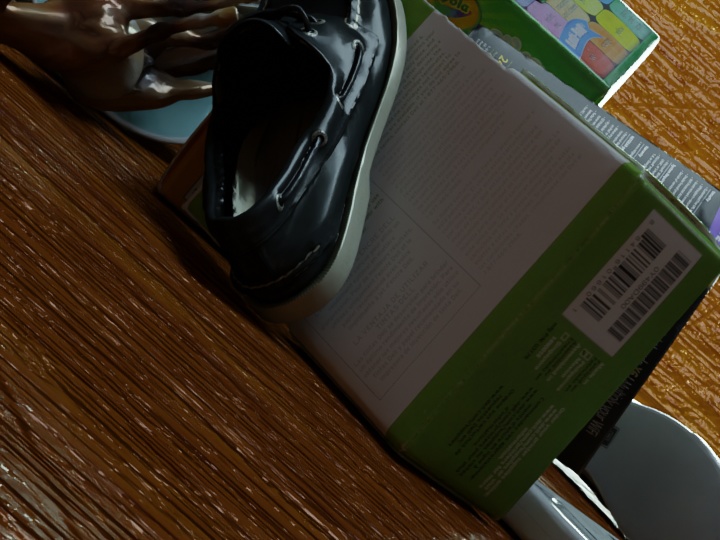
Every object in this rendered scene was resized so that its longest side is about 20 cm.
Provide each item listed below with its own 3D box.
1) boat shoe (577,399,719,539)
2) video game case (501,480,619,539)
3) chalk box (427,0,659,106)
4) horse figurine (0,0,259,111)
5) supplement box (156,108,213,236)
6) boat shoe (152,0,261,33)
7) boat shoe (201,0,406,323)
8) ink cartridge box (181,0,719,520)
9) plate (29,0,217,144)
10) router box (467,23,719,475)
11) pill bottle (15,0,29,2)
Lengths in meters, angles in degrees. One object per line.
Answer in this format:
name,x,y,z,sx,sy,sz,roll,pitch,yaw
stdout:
boat shoe,0.161,0.116,1.497,0.066,0.070,0.200,35,0,-42
video game case,0.152,0.173,1.102,0.182,0.023,0.200,37,5,-43
chalk box,0.073,-0.114,1.407,0.124,0.200,0.124,43,28,3
horse figurine,-0.102,-0.106,1.209,0.200,0.132,0.050,22,63,-77
supplement box,0.000,0.000,1.197,0.200,0.069,0.067,43,3,-4
boat shoe,-0.047,-0.165,1.348,0.202,0.065,0.075,-23,99,-54
boat shoe,-0.032,-0.076,1.093,0.066,0.074,0.200,44,46,-40
ink cartridge box,0.035,-0.017,1.106,0.076,0.148,0.200,38,5,-43
plate,-0.115,-0.160,1.332,0.026,0.201,0.200,-12,-35,36
router box,0.081,-0.005,1.244,0.157,0.052,0.200,35,-32,6
pill bottle,-0.133,-0.176,1.438,0.114,0.114,0.200,44,5,34
